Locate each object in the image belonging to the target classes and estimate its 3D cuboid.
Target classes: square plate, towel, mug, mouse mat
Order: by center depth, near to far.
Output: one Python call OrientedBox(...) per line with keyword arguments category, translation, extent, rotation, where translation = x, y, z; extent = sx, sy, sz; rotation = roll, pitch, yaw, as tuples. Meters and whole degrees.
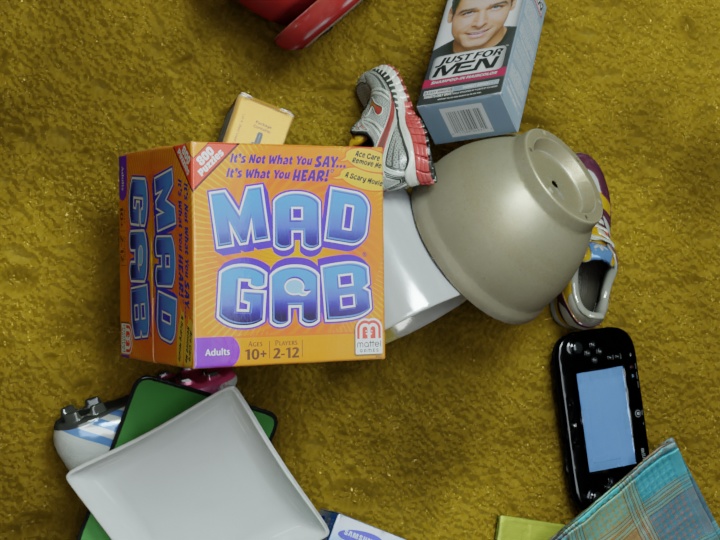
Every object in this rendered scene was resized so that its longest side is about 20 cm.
OrientedBox(category="square plate", translation=(-0.162, 0.231, 1.438), extent=(0.198, 0.029, 0.199), rotation=(-28, 113, 9))
OrientedBox(category="mouse mat", translation=(-0.187, 0.217, 1.465), extent=(0.159, 0.008, 0.202), rotation=(19, 100, -20))
OrientedBox(category="mug", translation=(0.007, -0.004, 1.513), extent=(0.185, 0.149, 0.155), rotation=(-23, 82, -21))
OrientedBox(category="towel", translation=(0.176, 0.376, 1.575), extent=(0.085, 0.018, 0.203), rotation=(11, 80, -18))
OrientedBox(category="towel", translation=(0.306, 0.302, 1.591), extent=(0.199, 0.022, 0.148), rotation=(-35, 110, -15))

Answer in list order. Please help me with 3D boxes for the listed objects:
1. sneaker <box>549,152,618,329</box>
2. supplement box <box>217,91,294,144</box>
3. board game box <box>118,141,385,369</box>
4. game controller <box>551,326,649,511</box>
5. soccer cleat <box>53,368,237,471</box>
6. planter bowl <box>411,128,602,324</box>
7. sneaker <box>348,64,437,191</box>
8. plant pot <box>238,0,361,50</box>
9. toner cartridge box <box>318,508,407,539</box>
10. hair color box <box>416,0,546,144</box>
OrientedBox(category="sneaker", translation=(0.257, -0.035, 1.599), extent=(0.074, 0.090, 0.203), rotation=(1, 85, -14))
OrientedBox(category="supplement box", translation=(-0.136, -0.082, 1.523), extent=(0.066, 0.069, 0.202), rotation=(21, 81, -12))
OrientedBox(category="board game box", translation=(-0.109, -0.015, 1.380), extent=(0.197, 0.199, 0.203), rotation=(-1, 91, -29))
OrientedBox(category="game controller", translation=(0.272, 0.167, 1.605), extent=(0.103, 0.042, 0.203), rotation=(-7, 88, -14))
OrientedBox(category="soccer cleat", translation=(-0.218, 0.160, 1.482), extent=(0.198, 0.070, 0.087), rotation=(-17, 102, -12))
OrientedBox(category="planter bowl", translation=(0.170, -0.064, 1.508), extent=(0.199, 0.134, 0.202), rotation=(33, 36, -28))
OrientedBox(category="sneaker", translation=(0.020, -0.153, 1.515), extent=(0.081, 0.201, 0.079), rotation=(-16, 125, -2))
OrientedBox(category="plant pot", translation=(-0.061, -0.350, 1.502), extent=(0.200, 0.200, 0.183), rotation=(-41, 97, -14))
OrientedBox(category="toner cartridge box", translation=(0.049, 0.308, 1.510), extent=(0.198, 0.095, 0.044), rotation=(23, 78, -11))
OrientedBox(category="hair color box", translation=(0.133, -0.232, 1.541), extent=(0.061, 0.098, 0.202), rotation=(59, 36, -40))
